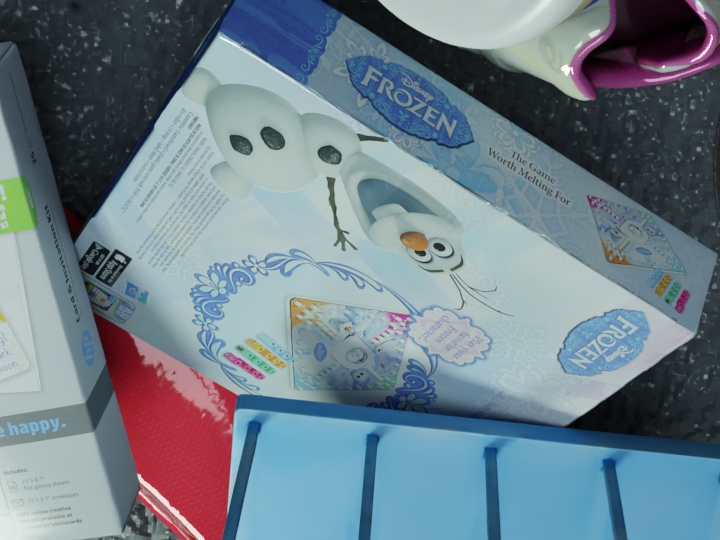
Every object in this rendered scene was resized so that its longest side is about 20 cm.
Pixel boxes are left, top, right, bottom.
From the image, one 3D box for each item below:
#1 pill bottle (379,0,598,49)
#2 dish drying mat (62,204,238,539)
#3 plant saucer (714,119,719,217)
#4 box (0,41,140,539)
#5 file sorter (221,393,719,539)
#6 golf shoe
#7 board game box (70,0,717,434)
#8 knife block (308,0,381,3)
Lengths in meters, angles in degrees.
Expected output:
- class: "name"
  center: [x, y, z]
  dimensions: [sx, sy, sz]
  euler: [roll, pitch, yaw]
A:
- class: "pill bottle"
  center: [0.086, -0.158, 0.598]
  dimensions: [0.111, 0.200, 0.112]
  euler: [27, 134, 32]
- class: "dish drying mat"
  center: [-0.095, 0.056, 0.814]
  dimensions: [0.077, 0.018, 0.200]
  euler: [-42, 101, 13]
- class: "plant saucer"
  center: [0.247, -0.043, 0.761]
  dimensions: [0.198, 0.035, 0.202]
  euler: [1, 108, 3]
- class: "box"
  center: [-0.187, 0.021, 0.736]
  dimensions: [0.155, 0.041, 0.201]
  euler: [-8, 112, 9]
- class: "file sorter"
  center: [0.042, 0.145, 0.689]
  dimensions: [0.198, 0.123, 0.140]
  euler: [6, 114, 0]
- class: "golf shoe"
  center: [0.123, -0.104, 0.683]
  dimensions: [0.199, 0.092, 0.076]
  euler: [-18, 131, -27]
- class: "board game box"
  center: [0.000, 0.000, 0.717]
  dimensions: [0.198, 0.044, 0.200]
  euler: [32, 144, -10]
- class: "knife block"
  center: [0.021, -0.194, 0.659]
  dimensions: [0.175, 0.064, 0.201]
  euler: [0, 113, -39]
